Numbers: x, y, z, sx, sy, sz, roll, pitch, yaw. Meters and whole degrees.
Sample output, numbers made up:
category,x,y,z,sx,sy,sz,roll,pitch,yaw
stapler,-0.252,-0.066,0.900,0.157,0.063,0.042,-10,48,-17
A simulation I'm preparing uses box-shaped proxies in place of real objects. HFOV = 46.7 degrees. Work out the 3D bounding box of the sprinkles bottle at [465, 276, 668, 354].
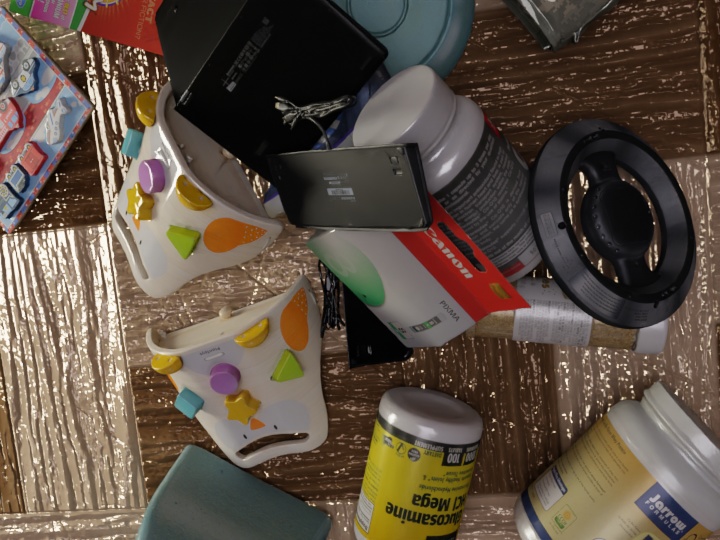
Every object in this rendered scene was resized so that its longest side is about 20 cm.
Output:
category,x,y,z,sx,sy,sz,roll,pitch,yaw
sprinkles bottle,0.204,0.042,0.840,0.195,0.068,0.070,4,99,10

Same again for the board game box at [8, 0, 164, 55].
category,x,y,z,sx,sy,sz,roll,pitch,yaw
board game box,-0.266,-0.327,0.891,0.195,0.040,0.157,16,101,8

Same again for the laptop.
category,x,y,z,sx,sy,sz,roll,pitch,yaw
laptop,-0.095,-0.226,0.798,0.198,0.117,0.187,36,126,-15

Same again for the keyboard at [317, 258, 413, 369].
category,x,y,z,sx,sy,sz,roll,pitch,yaw
keyboard,0.000,0.000,0.898,0.101,0.040,0.206,-5,96,-13

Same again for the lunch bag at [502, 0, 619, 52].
category,x,y,z,sx,sy,sz,roll,pitch,yaw
lunch bag,0.182,-0.325,0.769,0.163,0.117,0.201,-39,85,12

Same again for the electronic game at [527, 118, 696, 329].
category,x,y,z,sx,sy,sz,roll,pitch,yaw
electronic game,0.239,-0.046,0.782,0.195,0.041,0.205,9,70,-25

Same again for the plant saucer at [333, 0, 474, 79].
category,x,y,z,sx,sy,sz,roll,pitch,yaw
plant saucer,0.019,-0.271,0.853,0.195,0.027,0.206,2,99,10

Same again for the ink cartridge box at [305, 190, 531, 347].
category,x,y,z,sx,sy,sz,roll,pitch,yaw
ink cartridge box,0.047,0.003,0.787,0.161,0.199,0.050,46,71,-13

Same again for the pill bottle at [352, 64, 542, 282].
category,x,y,z,sx,sy,sz,roll,pitch,yaw
pill bottle,0.091,-0.087,0.777,0.114,0.115,0.199,-41,123,13

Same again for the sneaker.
category,x,y,z,sx,sy,sz,roll,pitch,yaw
sneaker,-0.058,-0.165,0.846,0.199,0.080,0.148,-37,89,29

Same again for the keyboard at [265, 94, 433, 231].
category,x,y,z,sx,sy,sz,roll,pitch,yaw
keyboard,-0.020,-0.096,0.731,0.197,0.020,0.130,5,119,48

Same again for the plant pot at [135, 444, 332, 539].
category,x,y,z,sx,sy,sz,roll,pitch,yaw
plant pot,-0.169,0.346,0.883,0.193,0.200,0.200,25,104,6

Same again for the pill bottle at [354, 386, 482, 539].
category,x,y,z,sx,sy,sz,roll,pitch,yaw
pill bottle,0.055,0.236,0.872,0.110,0.112,0.205,13,100,8

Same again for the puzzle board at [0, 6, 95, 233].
category,x,y,z,sx,sy,sz,roll,pitch,yaw
puzzle board,-0.398,-0.163,0.931,0.151,0.017,0.200,45,114,2

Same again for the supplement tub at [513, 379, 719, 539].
category,x,y,z,sx,sy,sz,roll,pitch,yaw
supplement tub,0.263,0.221,0.815,0.144,0.144,0.200,44,103,2

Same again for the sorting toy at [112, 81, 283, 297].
category,x,y,z,sx,sy,sz,roll,pitch,yaw
sorting toy,-0.201,-0.070,0.870,0.180,0.106,0.203,-45,67,36

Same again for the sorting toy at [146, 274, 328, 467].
category,x,y,z,sx,sy,sz,roll,pitch,yaw
sorting toy,-0.121,0.131,0.913,0.196,0.107,0.183,-19,113,12
